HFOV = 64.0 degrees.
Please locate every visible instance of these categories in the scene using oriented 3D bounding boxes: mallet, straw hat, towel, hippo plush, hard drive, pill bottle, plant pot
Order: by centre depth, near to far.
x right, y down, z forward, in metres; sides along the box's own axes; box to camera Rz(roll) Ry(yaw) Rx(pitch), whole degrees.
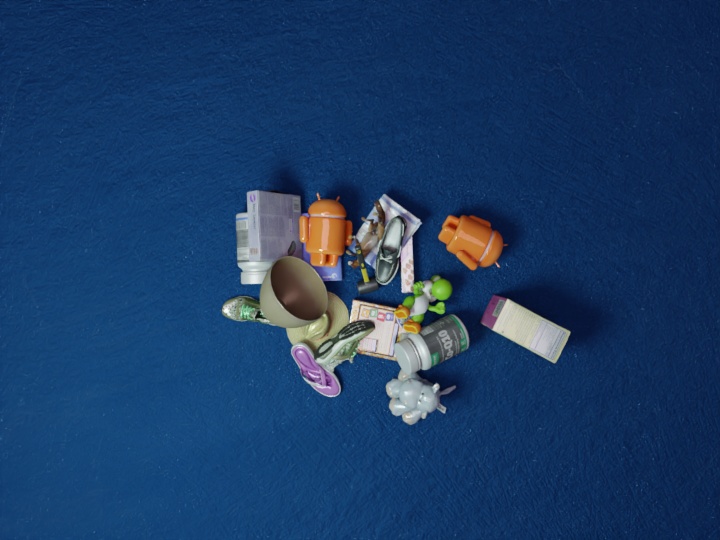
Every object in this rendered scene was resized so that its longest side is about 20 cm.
[{"bbox_3d":[-0.208,0.082,1.623,0.134,0.200,0.202,-38,90,35],"label":"plant pot"},{"bbox_3d":[0.203,0.214,1.648,0.197,0.113,0.115,-23,91,-18],"label":"pill bottle"},{"bbox_3d":[0.000,0.000,1.652,0.065,0.201,0.042,-20,50,5],"label":"mallet"},{"bbox_3d":[0.167,0.379,1.654,0.197,0.161,0.162,24,91,1],"label":"hippo plush"},{"bbox_3d":[-0.304,-0.064,1.680,0.111,0.114,0.205,-2,91,1],"label":"pill bottle"},{"bbox_3d":[0.069,-0.105,1.692,0.146,0.024,0.202,38,101,13],"label":"towel"},{"bbox_3d":[-0.130,0.158,1.693,0.196,0.085,0.206,0,91,0],"label":"straw hat"},{"bbox_3d":[-0.124,-0.070,1.720,0.129,0.025,0.205,-3,91,1],"label":"hard drive"}]

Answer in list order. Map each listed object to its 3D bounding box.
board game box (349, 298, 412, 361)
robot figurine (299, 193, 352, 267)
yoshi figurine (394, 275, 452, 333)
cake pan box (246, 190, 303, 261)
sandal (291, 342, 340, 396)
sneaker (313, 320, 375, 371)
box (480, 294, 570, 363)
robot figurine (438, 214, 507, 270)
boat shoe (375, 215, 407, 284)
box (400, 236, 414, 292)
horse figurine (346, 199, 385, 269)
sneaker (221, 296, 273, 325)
[{"bbox_3d":[0.060,0.179,1.710,0.196,0.046,0.155,12,91,1],"label":"board game box"},{"bbox_3d":[-0.097,-0.114,1.643,0.140,0.117,0.205,4,91,6],"label":"robot figurine"},{"bbox_3d":[0.193,0.083,1.645,0.111,0.114,0.200,31,55,20],"label":"yoshi figurine"},{"bbox_3d":[-0.240,-0.127,1.635,0.051,0.183,0.205,-2,92,33],"label":"cake pan box"},{"bbox_3d":[-0.139,0.304,1.696,0.082,0.050,0.203,-35,102,22],"label":"sandal"},{"bbox_3d":[-0.035,0.220,1.662,0.198,0.077,0.089,-33,116,5],"label":"sneaker"},{"bbox_3d":[0.463,0.161,1.639,0.197,0.176,0.098,28,92,1],"label":"box"},{"bbox_3d":[0.326,-0.083,1.669,0.197,0.144,0.118,25,113,0],"label":"robot figurine"},{"bbox_3d":[0.081,-0.058,1.646,0.074,0.060,0.204,14,95,16],"label":"boat shoe"},{"bbox_3d":[0.137,-0.036,1.710,0.038,0.041,0.205,-2,91,2],"label":"box"},{"bbox_3d":[0.021,-0.097,1.646,0.050,0.132,0.202,33,88,29],"label":"horse figurine"},{"bbox_3d":[-0.316,0.120,1.694,0.195,0.089,0.079,5,91,1],"label":"sneaker"}]
